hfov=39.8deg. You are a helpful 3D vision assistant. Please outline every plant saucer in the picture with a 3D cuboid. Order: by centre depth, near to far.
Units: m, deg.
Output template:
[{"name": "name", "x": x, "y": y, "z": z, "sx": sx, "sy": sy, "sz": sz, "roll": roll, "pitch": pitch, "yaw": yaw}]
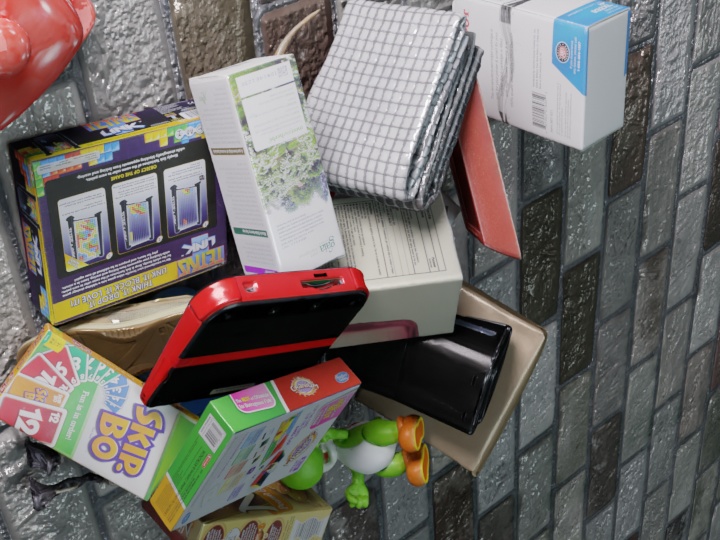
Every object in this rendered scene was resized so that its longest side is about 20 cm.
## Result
[{"name": "plant saucer", "x": 0.129, "y": -0.118, "z": 1.148, "sx": 0.036, "sy": 0.200, "sz": 0.203, "roll": -16, "pitch": 99, "yaw": 1}]

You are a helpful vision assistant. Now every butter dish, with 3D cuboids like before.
[{"name": "butter dish", "x": -0.296, "y": -0.184, "z": 0.753, "sx": 0.200, "sy": 0.147, "sz": 0.200, "roll": -48, "pitch": 136, "yaw": -11}]

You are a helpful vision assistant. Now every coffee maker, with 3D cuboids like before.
[{"name": "coffee maker", "x": 0.061, "y": 0.107, "z": 1.157, "sx": 0.136, "sy": 0.197, "sz": 0.193, "roll": 92, "pitch": 23, "yaw": -50}]

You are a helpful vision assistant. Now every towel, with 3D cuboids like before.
[{"name": "towel", "x": 0.028, "y": -0.172, "z": 1.037, "sx": 0.085, "sy": 0.164, "sz": 0.203, "roll": 26, "pitch": 82, "yaw": -53}]

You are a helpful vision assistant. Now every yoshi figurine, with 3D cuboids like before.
[{"name": "yoshi figurine", "x": -0.021, "y": 0.230, "z": 1.209, "sx": 0.112, "sy": 0.196, "sz": 0.115, "roll": 42, "pitch": 46, "yaw": -68}]

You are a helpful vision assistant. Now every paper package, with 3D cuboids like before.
[{"name": "paper package", "x": 0.120, "y": 0.124, "z": 1.285, "sx": 0.202, "sy": 0.189, "sz": 0.103, "roll": -62, "pitch": 167, "yaw": 6}]

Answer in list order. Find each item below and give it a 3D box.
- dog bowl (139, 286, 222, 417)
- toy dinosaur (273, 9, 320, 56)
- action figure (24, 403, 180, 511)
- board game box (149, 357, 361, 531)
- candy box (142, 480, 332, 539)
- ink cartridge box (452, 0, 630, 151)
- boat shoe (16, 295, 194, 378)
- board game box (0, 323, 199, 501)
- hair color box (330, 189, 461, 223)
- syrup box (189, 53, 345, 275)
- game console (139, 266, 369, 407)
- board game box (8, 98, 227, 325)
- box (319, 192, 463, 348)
[{"name": "dog bowl", "x": -0.184, "y": 0.113, "z": 1.097, "sx": 0.111, "sy": 0.049, "sz": 0.202, "roll": -38, "pitch": 134, "yaw": -23}, {"name": "toy dinosaur", "x": -0.099, "y": -0.167, "z": 1.032, "sx": 0.106, "sy": 0.059, "sz": 0.203, "roll": -46, "pitch": 149, "yaw": -58}, {"name": "action figure", "x": -0.247, "y": 0.184, "z": 1.042, "sx": 0.197, "sy": 0.102, "sz": 0.121, "roll": -9, "pitch": 117, "yaw": -22}, {"name": "board game box", "x": -0.104, "y": 0.175, "z": 1.021, "sx": 0.199, "sy": 0.040, "sz": 0.154, "roll": -13, "pitch": 143, "yaw": -53}, {"name": "candy box", "x": -0.144, "y": 0.282, "z": 1.180, "sx": 0.198, "sy": 0.115, "sz": 0.056, "roll": 8, "pitch": 107, "yaw": -46}, {"name": "ink cartridge box", "x": 0.208, "y": -0.246, "z": 1.162, "sx": 0.083, "sy": 0.199, "sz": 0.147, "roll": -29, "pitch": 130, "yaw": -31}, {"name": "boat shoe", "x": -0.239, "y": 0.068, "z": 0.989, "sx": 0.196, "sy": 0.065, "sz": 0.073, "roll": -14, "pitch": 115, "yaw": -6}, {"name": "board game box", "x": -0.246, "y": 0.144, "z": 0.960, "sx": 0.199, "sy": 0.030, "sz": 0.096, "roll": 37, "pitch": 89, "yaw": -29}, {"name": "hair color box", "x": 0.026, "y": -0.083, "z": 1.180, "sx": 0.112, "sy": 0.064, "sz": 0.200, "roll": -56, "pitch": 136, "yaw": -4}, {"name": "syrup box", "x": -0.087, "y": -0.095, "z": 0.948, "sx": 0.078, "sy": 0.081, "sz": 0.203, "roll": -25, "pitch": 110, "yaw": -32}, {"name": "game console", "x": -0.098, "y": 0.064, "z": 0.956, "sx": 0.198, "sy": 0.031, "sz": 0.177, "roll": -5, "pitch": 146, "yaw": -41}, {"name": "board game box", "x": -0.225, "y": -0.060, "z": 0.957, "sx": 0.198, "sy": 0.056, "sz": 0.168, "roll": -21, "pitch": 127, "yaw": -36}, {"name": "box", "x": 0.000, "y": 0.000, "z": 1.079, "sx": 0.196, "sy": 0.130, "sz": 0.110, "roll": -6, "pitch": 144, "yaw": -7}]
